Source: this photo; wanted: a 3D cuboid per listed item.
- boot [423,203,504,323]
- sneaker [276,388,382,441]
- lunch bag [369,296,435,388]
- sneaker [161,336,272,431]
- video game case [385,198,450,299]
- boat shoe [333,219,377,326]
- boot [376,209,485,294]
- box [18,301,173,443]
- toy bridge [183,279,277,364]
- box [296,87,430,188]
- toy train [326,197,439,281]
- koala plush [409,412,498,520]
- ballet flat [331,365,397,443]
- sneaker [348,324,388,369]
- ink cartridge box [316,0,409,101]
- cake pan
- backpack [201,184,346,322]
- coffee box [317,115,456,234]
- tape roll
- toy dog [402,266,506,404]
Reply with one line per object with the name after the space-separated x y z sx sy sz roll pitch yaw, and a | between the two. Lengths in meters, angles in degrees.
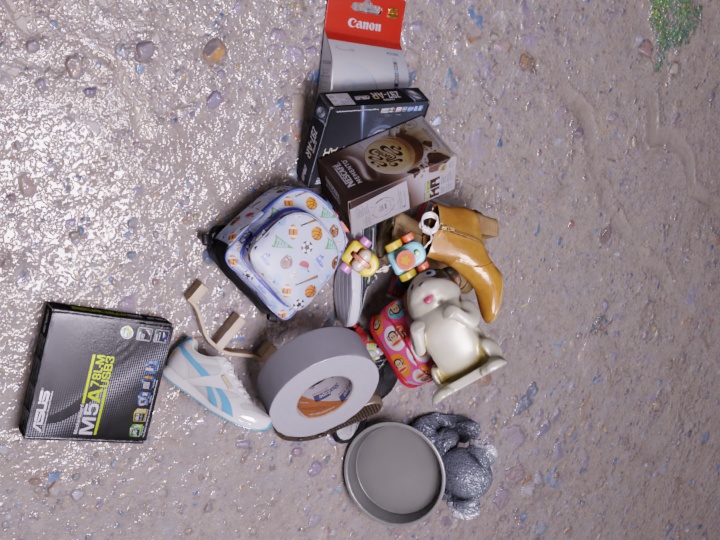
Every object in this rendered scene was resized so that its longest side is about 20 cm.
0.176 -0.012 1.507 0.142 0.071 0.204 6 77 -26 | boot
-0.061 0.248 1.552 0.197 0.076 0.071 -16 141 -6 | sneaker
0.127 0.119 1.538 0.199 0.082 0.177 -23 77 -45 | lunch bag
-0.220 0.185 1.364 0.199 0.077 0.081 34 81 3 | sneaker
0.138 -0.026 1.632 0.142 0.017 0.202 20 92 -37 | video game case
0.000 0.000 1.511 0.070 0.072 0.203 -2 104 -32 | boat shoe
0.132 -0.065 1.552 0.198 0.066 0.177 24 61 -27 | boot
-0.400 0.160 1.303 0.191 0.047 0.203 12 97 -38 | box
-0.220 0.101 1.419 0.067 0.027 0.200 -49 125 -9 | toy bridge
0.004 -0.221 1.423 0.198 0.044 0.161 -10 138 -32 | box
0.032 -0.059 1.435 0.197 0.056 0.152 12 96 -3 | toy train
0.180 0.383 1.671 0.182 0.199 0.179 21 92 -36 | koala plush
0.007 0.236 1.612 0.066 0.057 0.201 40 74 -7 | ballet flat
0.011 0.132 1.557 0.198 0.086 0.077 -3 147 -41 | sneaker
0.012 -0.356 1.427 0.158 0.047 0.203 -2 106 -34 | ink cartridge box
0.067 0.382 1.620 0.037 0.198 0.203 -20 123 -72 | cake pan
-0.120 -0.040 1.376 0.191 0.153 0.200 -52 124 -20 | backpack
0.043 -0.157 1.393 0.198 0.113 0.080 -25 145 -15 | coffee box
-0.070 0.188 1.427 0.198 0.066 0.202 -18 139 -17 | tape roll
0.153 0.091 1.432 0.202 0.139 0.193 62 26 8 | toy dog
